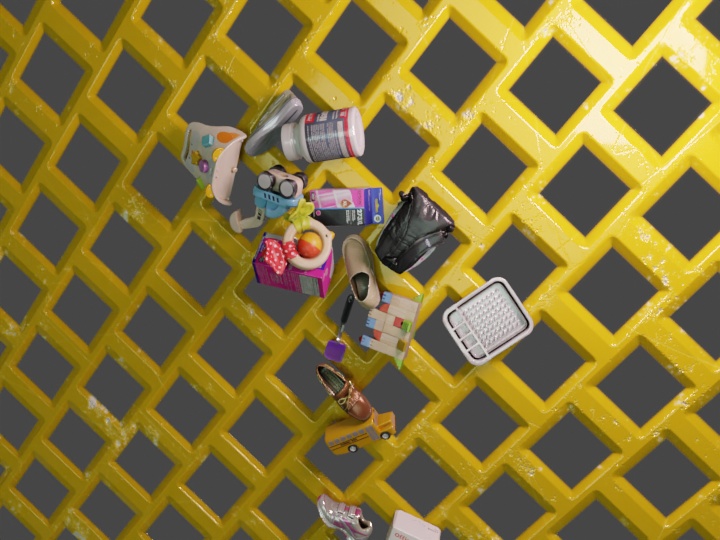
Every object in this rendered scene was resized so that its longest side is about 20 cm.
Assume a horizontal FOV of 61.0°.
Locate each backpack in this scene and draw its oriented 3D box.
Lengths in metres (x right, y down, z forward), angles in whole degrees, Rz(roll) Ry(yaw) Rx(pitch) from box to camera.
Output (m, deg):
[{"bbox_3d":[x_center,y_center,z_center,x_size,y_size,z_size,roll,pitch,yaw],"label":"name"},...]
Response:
[{"bbox_3d":[0.130,-0.088,1.541,0.167,0.126,0.201,43,109,12],"label":"backpack"}]

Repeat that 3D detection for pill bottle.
[{"bbox_3d":[-0.095,-0.336,1.538,0.193,0.120,0.124,-6,101,13],"label":"pill bottle"}]

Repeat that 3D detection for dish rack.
[{"bbox_3d":[0.329,0.129,1.586,0.198,0.044,0.174,-35,92,18],"label":"dish rack"}]

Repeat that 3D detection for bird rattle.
[{"bbox_3d":[-0.152,-0.071,1.539,0.160,0.113,0.204,25,65,-3],"label":"bird rattle"}]

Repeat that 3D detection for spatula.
[{"bbox_3d":[-0.052,0.160,1.689,0.055,0.021,0.206,15,103,-4],"label":"spatula"}]

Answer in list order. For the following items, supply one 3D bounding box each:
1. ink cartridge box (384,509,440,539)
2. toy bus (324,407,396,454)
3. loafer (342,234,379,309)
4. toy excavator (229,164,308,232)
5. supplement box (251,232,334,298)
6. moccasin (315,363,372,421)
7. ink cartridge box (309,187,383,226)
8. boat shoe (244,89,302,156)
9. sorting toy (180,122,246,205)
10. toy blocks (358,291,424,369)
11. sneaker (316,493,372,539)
[{"bbox_3d":[0.132,0.823,1.763,0.141,0.084,0.205,20,105,7],"label":"ink cartridge box"},{"bbox_3d":[0.001,0.445,1.708,0.196,0.066,0.079,-26,116,17],"label":"toy bus"},{"bbox_3d":[0.000,0.000,1.600,0.074,0.068,0.206,-22,79,16],"label":"loafer"},{"bbox_3d":[-0.251,-0.175,1.630,0.189,0.100,0.205,19,114,9],"label":"toy excavator"},{"bbox_3d":[-0.175,-0.014,1.619,0.194,0.103,0.104,12,148,8],"label":"supplement box"},{"bbox_3d":[-0.046,0.331,1.675,0.073,0.078,0.202,-41,74,-2],"label":"moccasin"},{"bbox_3d":[-0.037,-0.167,1.609,0.193,0.037,0.098,-1,102,11],"label":"ink cartridge box"},{"bbox_3d":[-0.232,-0.382,1.595,0.199,0.072,0.063,-40,67,14],"label":"boat shoe"},{"bbox_3d":[-0.413,-0.300,1.630,0.178,0.106,0.204,35,121,27],"label":"sorting toy"},{"bbox_3d":[0.077,0.139,1.627,0.133,0.100,0.206,18,95,17],"label":"toy blocks"},{"bbox_3d":[-0.041,0.716,1.786,0.199,0.082,0.088,41,106,-8],"label":"sneaker"}]
